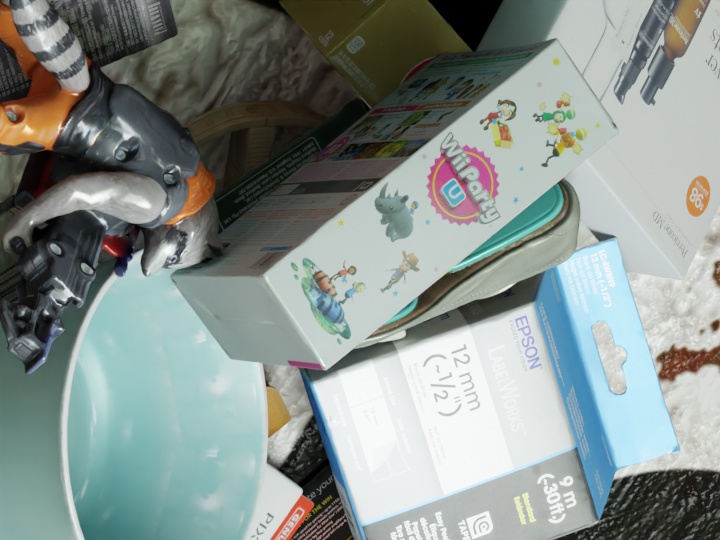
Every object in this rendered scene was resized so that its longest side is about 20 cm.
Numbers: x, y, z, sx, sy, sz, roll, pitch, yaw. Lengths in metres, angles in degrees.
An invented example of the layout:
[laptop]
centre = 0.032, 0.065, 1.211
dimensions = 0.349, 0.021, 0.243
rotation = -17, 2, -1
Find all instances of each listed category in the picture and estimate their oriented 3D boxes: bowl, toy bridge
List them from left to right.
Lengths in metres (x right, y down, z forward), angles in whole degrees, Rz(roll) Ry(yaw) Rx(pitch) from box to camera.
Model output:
[bowl]
centre = -0.143, 0.084, 1.552
dimensions = 0.201, 0.105, 0.201
rotation = -2, 92, -62
[toy bridge]
centre = -0.064, -0.062, 1.638
dimensions = 0.200, 0.027, 0.067
rotation = -5, 125, -25

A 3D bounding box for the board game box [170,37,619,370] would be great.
[board game box]
centre = 0.015, -0.035, 1.494
dimensions = 0.200, 0.148, 0.064
rotation = -40, 105, -17

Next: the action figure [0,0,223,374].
[action figure]
centre = -0.141, -0.054, 1.434
dimensions = 0.105, 0.200, 0.193
rotation = -29, 128, 29

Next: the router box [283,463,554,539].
[router box]
centre = 0.008, 0.185, 1.774
dimensions = 0.200, 0.149, 0.051
rotation = -41, 135, 5

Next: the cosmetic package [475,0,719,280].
[cosmetic package]
centre = 0.154, -0.111, 1.660
dimensions = 0.200, 0.052, 0.151
rotation = 46, 66, -42

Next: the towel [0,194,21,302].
[towel]
centre = -0.216, 0.077, 1.551
dimensions = 0.200, 0.035, 0.193
rotation = -35, 124, -54

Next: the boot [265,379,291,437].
[boot]
centre = -0.103, 0.124, 1.724
dimensions = 0.144, 0.071, 0.201
rotation = -27, 128, -9

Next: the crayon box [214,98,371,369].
[crayon box]
centre = 0.000, 0.000, 1.672
dimensions = 0.126, 0.052, 0.200
rotation = -34, 142, 8

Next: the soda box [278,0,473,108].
[soda box]
centre = 0.043, -0.100, 1.641
dimensions = 0.064, 0.068, 0.200
rotation = -42, 132, 4

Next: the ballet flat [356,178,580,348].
[ballet flat]
centre = 0.032, 0.008, 1.607
dimensions = 0.200, 0.067, 0.064
rotation = -23, 146, -8

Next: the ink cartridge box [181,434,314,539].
[ink cartridge box]
centre = -0.104, 0.198, 1.696
dimensions = 0.200, 0.044, 0.174
rotation = -55, 147, -5

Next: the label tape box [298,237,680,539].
[label tape box]
centre = 0.079, 0.084, 1.662
dimensions = 0.200, 0.066, 0.143
rotation = -19, 109, -3

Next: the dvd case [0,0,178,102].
[dvd case]
centre = -0.199, -0.143, 1.476
dimensions = 0.200, 0.016, 0.149
rotation = -24, 133, -13
